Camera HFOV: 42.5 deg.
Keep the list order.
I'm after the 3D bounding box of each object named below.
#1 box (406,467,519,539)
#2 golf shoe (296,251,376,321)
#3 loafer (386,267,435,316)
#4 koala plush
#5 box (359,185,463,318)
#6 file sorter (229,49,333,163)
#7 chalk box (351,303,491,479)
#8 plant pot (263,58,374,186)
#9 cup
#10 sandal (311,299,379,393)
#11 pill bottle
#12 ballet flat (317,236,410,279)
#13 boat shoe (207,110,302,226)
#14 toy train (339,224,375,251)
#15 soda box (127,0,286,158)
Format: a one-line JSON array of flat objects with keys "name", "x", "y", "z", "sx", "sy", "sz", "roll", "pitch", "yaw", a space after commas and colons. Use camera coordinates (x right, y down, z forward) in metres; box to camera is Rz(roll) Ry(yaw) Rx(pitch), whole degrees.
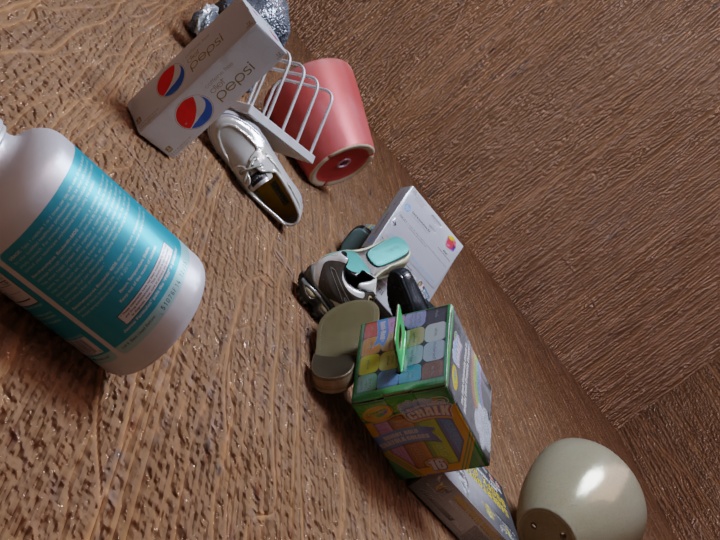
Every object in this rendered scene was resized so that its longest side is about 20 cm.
[{"name": "box", "x": 0.131, "y": 0.287, "z": 1.230, "sx": 0.200, "sy": 0.048, "sz": 0.159, "roll": 48, "pitch": 12, "yaw": -19}, {"name": "golf shoe", "x": 0.001, "y": 0.059, "z": 1.282, "sx": 0.200, "sy": 0.094, "sz": 0.078, "roll": 48, "pitch": 11, "yaw": -29}, {"name": "loafer", "x": 0.096, "y": 0.076, "z": 1.508, "sx": 0.068, "sy": 0.070, "sz": 0.204, "roll": 21, "pitch": -41, "yaw": 51}, {"name": "koala plush", "x": -0.222, "y": -0.421, "z": 1.667, "sx": 0.178, "sy": 0.183, "sz": 0.201, "roll": 48, "pitch": 24, "yaw": -13}, {"name": "box", "x": 0.076, "y": -0.017, "z": 1.584, "sx": 0.156, "sy": 0.202, "sz": 0.041, "roll": 46, "pitch": -26, "yaw": -25}, {"name": "file sorter", "x": -0.152, "y": -0.276, "z": 1.452, "sx": 0.137, "sy": 0.127, "sz": 0.199, "roll": 19, "pitch": -6, "yaw": 30}, {"name": "chalk box", "x": 0.067, "y": 0.131, "z": 1.088, "sx": 0.126, "sy": 0.121, "sz": 0.202, "roll": -79, "pitch": 147, "yaw": -46}, {"name": "plant pot", "x": -0.067, "y": -0.276, "z": 1.785, "sx": 0.180, "sy": 0.198, "sz": 0.200, "roll": 64, "pitch": 15, "yaw": 17}, {"name": "cup", "x": 0.314, "y": 0.377, "z": 1.404, "sx": 0.142, "sy": 0.200, "sz": 0.202, "roll": -19, "pitch": 69, "yaw": -49}, {"name": "sandal", "x": -0.021, "y": 0.113, "z": 1.160, "sx": 0.212, "sy": 0.076, "sz": 0.071, "roll": -67, "pitch": 156, "yaw": -65}, {"name": "pill bottle", "x": -0.213, "y": -0.023, "z": 0.661, "sx": 0.200, "sy": 0.110, "sz": 0.112, "roll": 46, "pitch": 13, "yaw": -32}, {"name": "ballet flat", "x": 0.000, "y": 0.000, "z": 1.464, "sx": 0.197, "sy": 0.070, "sz": 0.070, "roll": -15, "pitch": 62, "yaw": -40}, {"name": "boat shoe", "x": -0.152, "y": -0.145, "z": 1.355, "sx": 0.201, "sy": 0.070, "sz": 0.070, "roll": 54, "pitch": 7, "yaw": -25}, {"name": "toy train", "x": 0.026, "y": -0.034, "z": 1.683, "sx": 0.114, "sy": 0.085, "sz": 0.200, "roll": 42, "pitch": 12, "yaw": 0}, {"name": "soda box", "x": -0.190, "y": -0.235, "z": 1.136, "sx": 0.068, "sy": 0.199, "sz": 0.064, "roll": 36, "pitch": 18, "yaw": -51}]
